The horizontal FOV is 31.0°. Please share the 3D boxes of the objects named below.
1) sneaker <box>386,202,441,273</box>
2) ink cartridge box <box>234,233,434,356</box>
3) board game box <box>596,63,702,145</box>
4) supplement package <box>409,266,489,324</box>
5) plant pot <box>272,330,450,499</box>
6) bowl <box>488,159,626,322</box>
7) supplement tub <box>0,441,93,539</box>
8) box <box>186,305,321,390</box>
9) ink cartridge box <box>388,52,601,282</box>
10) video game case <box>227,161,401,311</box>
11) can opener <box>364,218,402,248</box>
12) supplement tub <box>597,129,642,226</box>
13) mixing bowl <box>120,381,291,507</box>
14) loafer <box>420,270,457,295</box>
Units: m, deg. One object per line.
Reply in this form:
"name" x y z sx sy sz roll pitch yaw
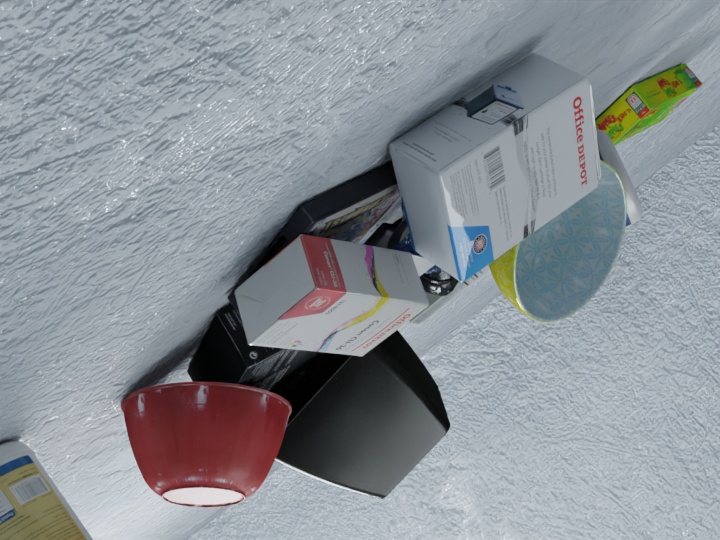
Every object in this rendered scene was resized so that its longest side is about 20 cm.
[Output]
"sneaker" 0.077 -0.062 1.465 0.200 0.085 0.077 -41 134 -45
"ink cartridge box" -0.014 0.031 1.341 0.200 0.068 0.116 8 144 -43
"board game box" 0.452 -0.261 2.046 0.200 0.048 0.102 -27 166 -50
"supplement package" 0.116 -0.034 1.695 0.200 0.114 0.110 -39 172 5
"plant pot" 0.000 0.172 1.665 0.200 0.177 0.200 -47 -164 11
"bowl" 0.212 -0.050 1.539 0.200 0.108 0.200 -20 122 -36
"supplement tub" -0.341 0.287 1.285 0.145 0.200 0.145 -36 170 -7
"box" -0.111 0.086 1.518 0.141 0.079 0.200 -24 166 -26
"ink cartridge box" 0.141 -0.106 1.325 0.200 0.086 0.146 -35 134 -22
"video game case" -0.029 -0.043 1.376 0.200 0.026 0.181 -29 168 -43
"can opener" 0.000 0.000 1.600 0.200 0.079 0.063 -42 -149 39
"supplement tub" 0.286 -0.098 1.855 0.200 0.145 0.145 -25 173 9
"mixing bowl" -0.180 0.210 1.497 0.200 0.108 0.200 0 156 0
"loafer" 0.117 -0.059 1.553 0.070 0.068 0.201 98 12 -51
